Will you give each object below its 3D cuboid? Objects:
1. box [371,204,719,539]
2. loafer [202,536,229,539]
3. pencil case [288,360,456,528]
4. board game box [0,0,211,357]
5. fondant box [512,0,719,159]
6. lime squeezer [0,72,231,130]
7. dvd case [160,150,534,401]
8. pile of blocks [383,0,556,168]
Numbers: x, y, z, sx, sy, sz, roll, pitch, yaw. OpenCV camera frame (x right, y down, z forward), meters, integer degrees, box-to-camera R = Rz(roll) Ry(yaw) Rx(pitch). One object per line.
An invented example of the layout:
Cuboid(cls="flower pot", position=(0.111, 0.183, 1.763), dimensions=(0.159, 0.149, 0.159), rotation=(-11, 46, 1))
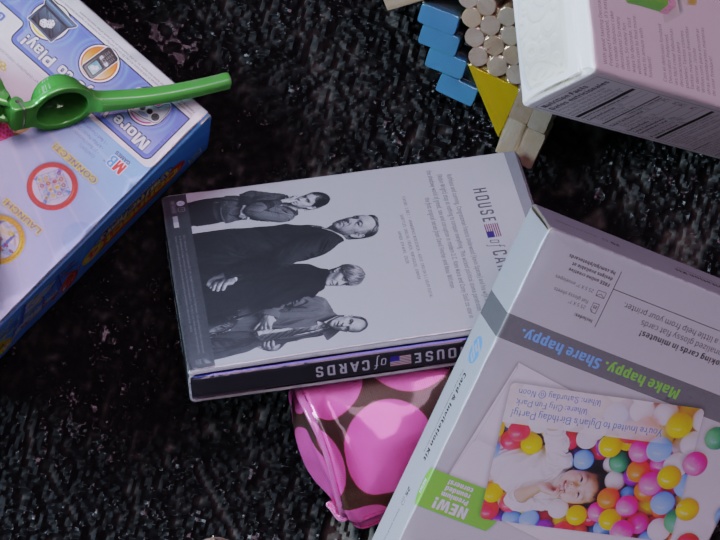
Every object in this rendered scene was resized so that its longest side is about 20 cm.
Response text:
Cuboid(cls="box", position=(0.115, 0.086, 1.391), dimensions=(0.155, 0.041, 0.201), rotation=(21, 105, -17))
Cuboid(cls="loafer", position=(-0.019, 0.209, 1.400), dimensions=(0.072, 0.063, 0.200), rotation=(-40, 79, -17))
Cuboid(cls="pencil case", position=(0.065, 0.075, 1.445), dimensions=(0.199, 0.091, 0.094), rotation=(-14, 94, -7))
Cuboid(cls="board game box", position=(-0.218, -0.072, 1.482), dimensions=(0.200, 0.056, 0.196), rotation=(41, 73, 9))
Cuboid(cls="fondant box", position=(0.169, -0.145, 1.486), dimensions=(0.199, 0.058, 0.145), rotation=(12, 65, -41))
Cuboid(cls="lime squeezer", position=(-0.172, -0.102, 1.454), dimensions=(0.199, 0.038, 0.071), rotation=(17, 39, 2))
Cuboid(cls="dvd case", position=(0.000, 0.000, 1.450), dimensions=(0.199, 0.025, 0.151), rotation=(-7, 39, -5))
Cuboid(cls="pile of blocks", position=(0.061, -0.156, 1.517), dimensions=(0.082, 0.062, 0.201), rotation=(-11, 109, 21))
